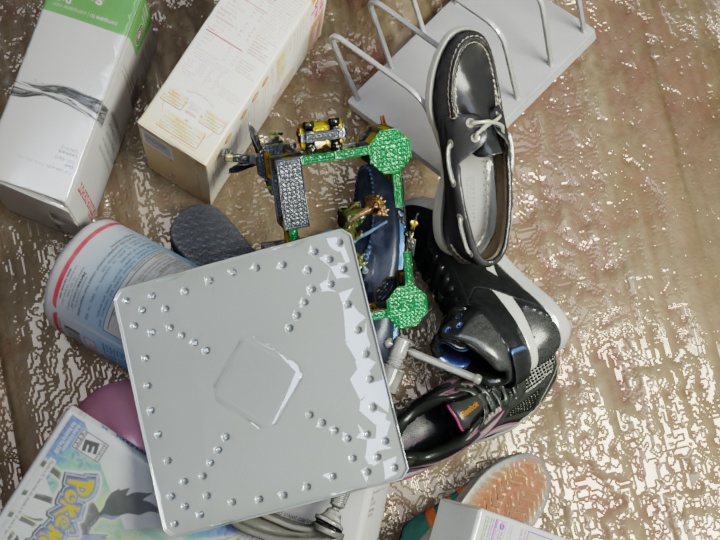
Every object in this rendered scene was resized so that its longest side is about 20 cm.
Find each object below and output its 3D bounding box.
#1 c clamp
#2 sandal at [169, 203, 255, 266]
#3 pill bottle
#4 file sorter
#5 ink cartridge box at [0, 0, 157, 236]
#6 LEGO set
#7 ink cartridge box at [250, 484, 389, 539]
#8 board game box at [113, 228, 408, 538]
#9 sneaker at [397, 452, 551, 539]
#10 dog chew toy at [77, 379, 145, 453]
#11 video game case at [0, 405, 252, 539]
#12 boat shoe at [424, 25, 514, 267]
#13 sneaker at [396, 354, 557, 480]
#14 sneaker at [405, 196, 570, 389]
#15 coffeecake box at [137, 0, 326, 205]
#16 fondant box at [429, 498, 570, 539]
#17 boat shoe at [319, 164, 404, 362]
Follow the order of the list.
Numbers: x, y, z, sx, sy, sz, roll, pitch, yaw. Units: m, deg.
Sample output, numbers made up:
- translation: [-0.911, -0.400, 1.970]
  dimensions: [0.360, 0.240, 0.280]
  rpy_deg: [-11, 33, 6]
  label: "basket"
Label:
- translation: [-0.022, 0.133, 1.122]
  dimensions: [0.170, 0.027, 0.201]
  rpy_deg: [27, 84, 7]
  label: "c clamp"
- translation: [-0.100, 0.026, 1.281]
  dimensions: [0.076, 0.043, 0.201]
  rpy_deg: [-29, 75, -16]
  label: "sandal"
- translation: [-0.164, 0.043, 1.206]
  dimensions: [0.199, 0.109, 0.109]
  rpy_deg: [27, 79, 19]
  label: "pill bottle"
- translation: [0.091, -0.213, 1.267]
  dimensions: [0.200, 0.125, 0.139]
  rpy_deg: [-44, 60, -11]
  label: "file sorter"
- translation: [-0.253, -0.144, 1.237]
  dimensions: [0.084, 0.146, 0.202]
  rpy_deg: [19, 79, -1]
  label: "ink cartridge box"
- translation: [-0.024, -0.039, 1.197]
  dimensions: [0.152, 0.116, 0.202]
  rpy_deg: [-17, 106, -10]
  label: "LEGO set"
- translation: [-0.064, 0.235, 1.187]
  dimensions: [0.144, 0.084, 0.202]
  rpy_deg: [13, 90, 15]
  label: "ink cartridge box"
- translation: [-0.079, 0.089, 1.108]
  dimensions: [0.198, 0.026, 0.202]
  rpy_deg: [-15, 81, 5]
  label: "board game box"
- translation: [0.084, 0.228, 1.247]
  dimensions: [0.199, 0.080, 0.072]
  rpy_deg: [-35, 101, -31]
  label: "sneaker"
- translation: [-0.227, 0.191, 1.201]
  dimensions: [0.124, 0.125, 0.200]
  rpy_deg: [44, 88, 3]
  label: "dog chew toy"
- translation: [-0.213, 0.240, 1.141]
  dimensions: [0.182, 0.022, 0.201]
  rpy_deg: [33, 96, -6]
  label: "video game case"
- translation: [0.096, -0.101, 1.176]
  dimensions: [0.073, 0.060, 0.202]
  rpy_deg: [-7, 109, -28]
  label: "boat shoe"
- translation: [0.097, 0.126, 1.253]
  dimensions: [0.199, 0.086, 0.081]
  rpy_deg: [-36, 87, -10]
  label: "sneaker"
- translation: [0.081, 0.021, 1.243]
  dimensions: [0.200, 0.073, 0.112]
  rpy_deg: [41, 54, 20]
  label: "sneaker"
- translation: [-0.111, -0.175, 1.251]
  dimensions: [0.073, 0.154, 0.201]
  rpy_deg: [32, 79, 2]
  label: "coffeecake box"
- translation: [0.136, 0.293, 1.196]
  dimensions: [0.199, 0.058, 0.146]
  rpy_deg: [25, 77, -33]
  label: "fondant box"
- translation: [0.000, 0.000, 1.267]
  dimensions: [0.068, 0.084, 0.202]
  rpy_deg: [4, 78, -16]
  label: "boat shoe"
